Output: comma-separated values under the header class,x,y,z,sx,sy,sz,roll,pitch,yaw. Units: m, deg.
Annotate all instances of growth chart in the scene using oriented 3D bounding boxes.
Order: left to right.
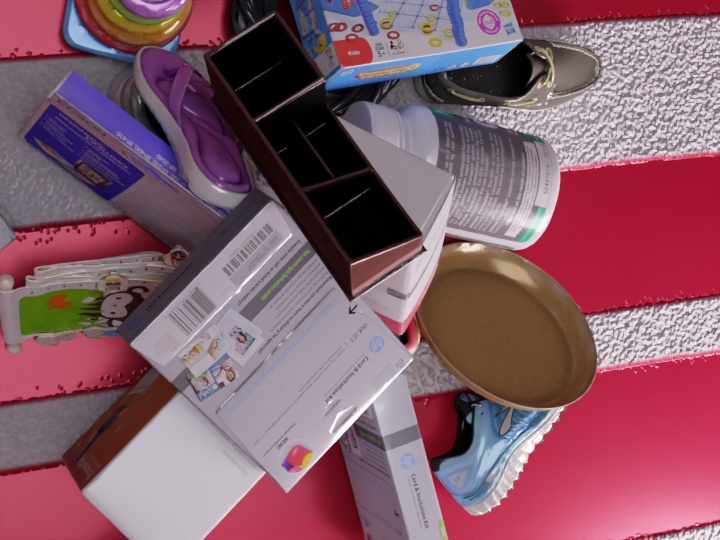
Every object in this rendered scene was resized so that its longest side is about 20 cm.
class,x,y,z,sx,sy,sz,roll,pitch,yaw
growth chart,-0.217,0.025,1.118,0.198,0.145,0.018,-9,60,-7

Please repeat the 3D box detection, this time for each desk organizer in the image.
class,x,y,z,sx,sy,sz,roll,pitch,yaw
desk organizer,-0.034,-0.086,0.956,0.071,0.077,0.201,-33,75,-9

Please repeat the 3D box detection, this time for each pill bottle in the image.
class,x,y,z,sx,sy,sz,roll,pitch,yaw
pill bottle,0.078,-0.091,1.222,0.198,0.113,0.114,11,89,-25

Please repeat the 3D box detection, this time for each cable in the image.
class,x,y,z,sx,sy,sz,roll,pitch,yaw
cable,-0.043,-0.238,1.220,0.163,0.051,0.200,-41,105,-7

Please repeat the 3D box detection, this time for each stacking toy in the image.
class,x,y,z,sx,sy,sz,roll,pitch,yaw
stacking toy,-0.180,-0.245,1.086,0.109,0.200,0.117,10,88,-19

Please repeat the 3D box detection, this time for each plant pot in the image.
class,x,y,z,sx,sy,sz,roll,pitch,yaw
plant pot,0.135,0.056,1.247,0.198,0.028,0.201,17,44,-17

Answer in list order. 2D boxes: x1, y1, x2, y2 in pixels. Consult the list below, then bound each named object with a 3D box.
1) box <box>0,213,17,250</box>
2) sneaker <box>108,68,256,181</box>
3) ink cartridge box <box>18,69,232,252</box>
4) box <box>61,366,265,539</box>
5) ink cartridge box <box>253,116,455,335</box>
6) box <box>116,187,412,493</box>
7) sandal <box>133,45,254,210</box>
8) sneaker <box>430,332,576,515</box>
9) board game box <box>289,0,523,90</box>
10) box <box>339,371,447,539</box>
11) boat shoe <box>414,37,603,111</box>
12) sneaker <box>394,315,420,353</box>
class,x,y,z,sx,sy,sz,roll,pitch,yaw
box,-0.420,-0.035,1.096,0.199,0.043,0.161,-36,103,-14
sneaker,-0.142,-0.100,1.158,0.200,0.099,0.078,40,85,-16
ink cartridge box,-0.183,-0.085,1.091,0.198,0.200,0.044,38,74,-16
box,-0.149,0.142,1.142,0.200,0.152,0.106,-46,106,-12
ink cartridge box,-0.006,-0.039,1.087,0.145,0.200,0.085,27,74,8
box,-0.071,0.059,1.032,0.156,0.041,0.200,-46,121,-6
sandal,-0.126,-0.128,1.064,0.082,0.203,0.050,11,128,-41
sneaker,0.141,0.139,1.285,0.090,0.078,0.201,36,75,-5
board game box,0.028,-0.277,1.180,0.198,0.056,0.198,-14,82,-28
box,0.023,0.183,1.195,0.041,0.156,0.202,-16,97,-16
boat shoe,0.155,-0.194,1.279,0.200,0.060,0.073,-5,94,-19
sneaker,0.000,0.000,1.219,0.078,0.090,0.201,-36,100,-11
